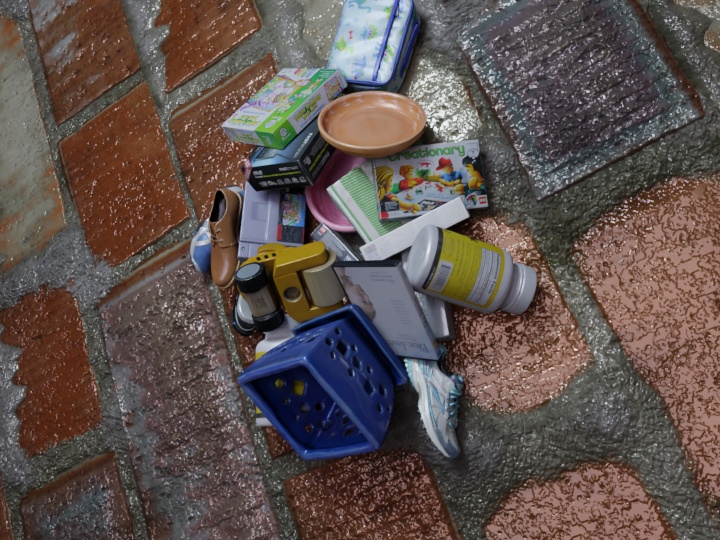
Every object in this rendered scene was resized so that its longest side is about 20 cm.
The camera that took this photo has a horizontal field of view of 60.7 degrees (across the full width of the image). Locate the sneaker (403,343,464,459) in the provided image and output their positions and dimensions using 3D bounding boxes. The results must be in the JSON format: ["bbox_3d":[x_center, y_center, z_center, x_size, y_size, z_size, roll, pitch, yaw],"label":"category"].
[{"bbox_3d":[0.141,0.220,1.056,0.086,0.078,0.202,-23,72,13],"label":"sneaker"}]

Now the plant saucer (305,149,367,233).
[{"bbox_3d":[-0.011,-0.169,1.211,0.199,0.051,0.203,-5,77,21],"label":"plant saucer"}]

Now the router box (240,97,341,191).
[{"bbox_3d":[-0.122,-0.246,1.201,0.149,0.062,0.201,0,48,34],"label":"router box"}]

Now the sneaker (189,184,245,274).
[{"bbox_3d":[-0.289,-0.080,1.293,0.077,0.076,0.201,30,93,29],"label":"sneaker"}]

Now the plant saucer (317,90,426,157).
[{"bbox_3d":[0.021,-0.265,1.125,0.198,0.038,0.201,-2,43,2],"label":"plant saucer"}]

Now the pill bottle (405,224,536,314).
[{"bbox_3d":[0.183,0.006,1.018,0.198,0.111,0.112,18,86,-10],"label":"pill bottle"}]

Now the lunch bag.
[{"bbox_3d":[0.029,-0.457,1.238,0.159,0.082,0.202,17,87,22],"label":"lunch bag"}]

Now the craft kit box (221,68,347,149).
[{"bbox_3d":[-0.155,-0.328,1.230,0.199,0.049,0.198,19,64,46],"label":"craft kit box"}]

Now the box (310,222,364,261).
[{"bbox_3d":[0.000,0.000,1.138,0.035,0.110,0.200,-46,66,5],"label":"box"}]

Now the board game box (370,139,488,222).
[{"bbox_3d":[0.124,-0.162,1.114,0.198,0.035,0.128,-7,83,-4],"label":"board game box"}]

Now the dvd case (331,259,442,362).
[{"bbox_3d":[0.044,0.068,1.028,0.142,0.201,0.018,0,36,41],"label":"dvd case"}]

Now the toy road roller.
[{"bbox_3d":[-0.128,0.008,1.125,0.198,0.124,0.146,-14,32,6],"label":"toy road roller"}]

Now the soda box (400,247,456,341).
[{"bbox_3d":[0.120,0.027,1.109,0.067,0.064,0.202,-12,76,18],"label":"soda box"}]

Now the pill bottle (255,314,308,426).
[{"bbox_3d":[-0.142,0.188,1.159,0.110,0.111,0.202,-7,76,21],"label":"pill bottle"}]

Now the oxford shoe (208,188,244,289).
[{"bbox_3d":[-0.278,-0.064,1.219,0.071,0.071,0.202,-2,82,23],"label":"oxford shoe"}]

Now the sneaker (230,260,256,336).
[{"bbox_3d":[-0.222,0.037,1.246,0.072,0.112,0.201,20,52,-14],"label":"sneaker"}]

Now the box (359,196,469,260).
[{"bbox_3d":[0.094,-0.067,1.078,0.199,0.039,0.042,-27,90,13],"label":"box"}]

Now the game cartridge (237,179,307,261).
[{"bbox_3d":[-0.172,-0.112,1.232,0.128,0.038,0.202,4,72,-6],"label":"game cartridge"}]

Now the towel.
[{"bbox_3d":[0.057,-0.150,1.138,0.199,0.023,0.153,-37,86,-7],"label":"towel"}]

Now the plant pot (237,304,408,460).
[{"bbox_3d":[-0.050,0.181,1.041,0.199,0.180,0.201,-24,109,44],"label":"plant pot"}]
